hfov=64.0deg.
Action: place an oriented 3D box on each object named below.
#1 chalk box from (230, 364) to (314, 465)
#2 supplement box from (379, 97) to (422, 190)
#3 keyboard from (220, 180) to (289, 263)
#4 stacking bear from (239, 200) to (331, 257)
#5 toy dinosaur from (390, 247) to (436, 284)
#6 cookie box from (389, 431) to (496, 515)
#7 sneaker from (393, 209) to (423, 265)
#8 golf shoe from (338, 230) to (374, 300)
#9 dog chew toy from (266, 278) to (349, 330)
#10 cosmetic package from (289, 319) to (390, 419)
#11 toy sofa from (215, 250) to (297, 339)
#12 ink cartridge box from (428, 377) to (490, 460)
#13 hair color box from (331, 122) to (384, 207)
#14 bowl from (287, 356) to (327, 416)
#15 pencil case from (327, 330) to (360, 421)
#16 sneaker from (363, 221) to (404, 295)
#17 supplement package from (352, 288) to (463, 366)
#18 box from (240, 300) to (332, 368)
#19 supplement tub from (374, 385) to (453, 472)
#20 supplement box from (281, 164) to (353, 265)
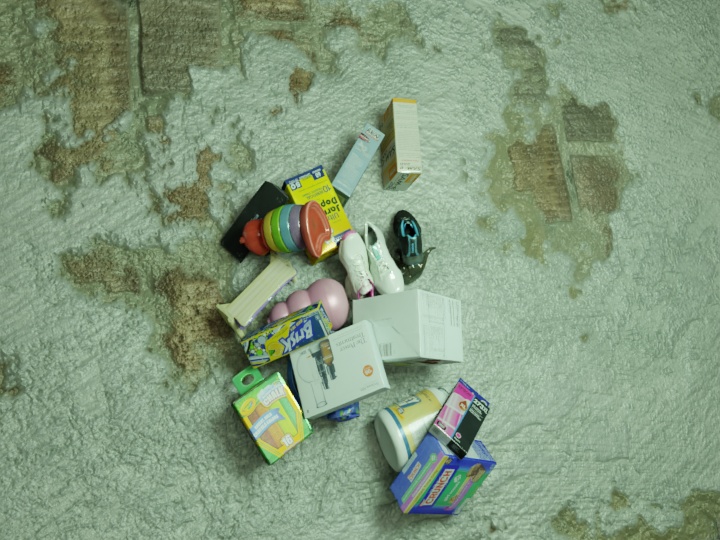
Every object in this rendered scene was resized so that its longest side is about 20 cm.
[{"bbox_3d":[-0.211,0.310,1.293,0.123,0.124,0.203,-33,87,-20],"label":"chalk box"},{"bbox_3d":[0.104,-0.331,1.528,0.071,0.126,0.207,0,76,-15],"label":"supplement box"},{"bbox_3d":[-0.238,-0.104,1.395,0.126,0.021,0.201,40,98,4],"label":"keyboard"},{"bbox_3d":[-0.182,-0.088,1.322,0.122,0.194,0.116,-63,139,-54],"label":"stacking bear"},{"bbox_3d":[0.113,-0.004,1.493,0.196,0.077,0.105,-25,96,-24],"label":"toy dinosaur"},{"bbox_3d":[0.189,0.466,1.310,0.197,0.075,0.174,21,109,-38],"label":"cookie box"},{"bbox_3d":[0.125,-0.105,1.462,0.071,0.084,0.203,-9,38,-2],"label":"sneaker"},{"bbox_3d":[0.000,0.000,1.390,0.074,0.091,0.205,-26,128,-20],"label":"golf shoe"},{"bbox_3d":[-0.126,0.098,1.372,0.194,0.125,0.128,-18,82,-10],"label":"dog chew toy"},{"bbox_3d":[-0.048,0.219,1.266,0.195,0.052,0.155,-24,70,14],"label":"cosmetic package"},{"bbox_3d":[-0.231,0.062,1.350,0.096,0.084,0.201,32,67,26],"label":"toy sofa"},{"bbox_3d":[0.232,0.322,1.299,0.094,0.037,0.200,39,38,8],"label":"ink cartridge box"},{"bbox_3d":[-0.015,-0.269,1.494,0.060,0.099,0.204,29,71,-6],"label":"hair color box"},{"bbox_3d":[-0.079,0.246,1.389,0.194,0.039,0.208,4,77,-15],"label":"bowl"},{"bbox_3d":[-0.043,0.244,1.334,0.076,0.086,0.207,4,76,-35],"label":"pencil case"},{"bbox_3d":[0.045,-0.027,1.404,0.073,0.089,0.204,-24,64,3],"label":"sneaker"},{"bbox_3d":[0.112,0.141,1.346,0.197,0.187,0.152,15,70,-50],"label":"supplement package"},{"bbox_3d":[-0.164,0.143,1.295,0.195,0.064,0.072,-24,102,10],"label":"box"},{"bbox_3d":[0.145,0.369,1.367,0.195,0.145,0.149,-19,82,-19],"label":"supplement tub"},{"bbox_3d":[-0.108,-0.136,1.433,0.107,0.109,0.204,-25,85,-19],"label":"supplement box"}]
